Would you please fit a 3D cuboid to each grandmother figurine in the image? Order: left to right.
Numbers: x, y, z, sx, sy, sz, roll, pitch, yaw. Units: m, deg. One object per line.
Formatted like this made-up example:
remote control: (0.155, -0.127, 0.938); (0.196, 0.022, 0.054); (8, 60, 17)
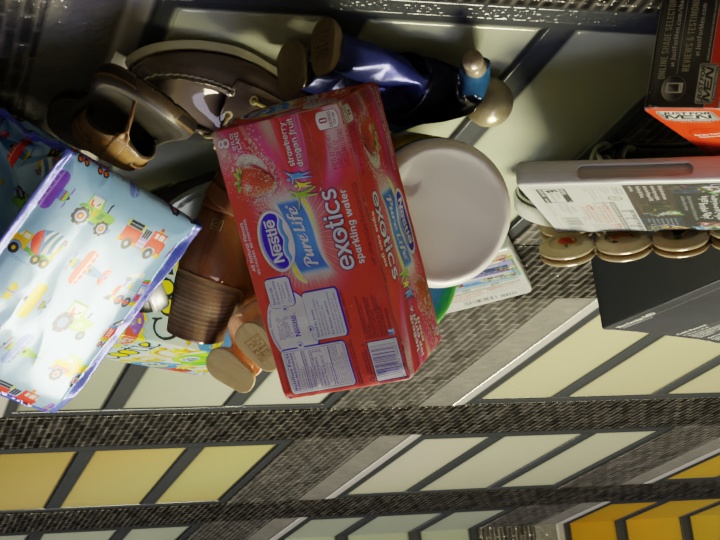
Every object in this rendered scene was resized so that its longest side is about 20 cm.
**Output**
grandmother figurine: (-0.047, 0.021, 1.268); (0.121, 0.061, 0.200); (-29, -169, 34)

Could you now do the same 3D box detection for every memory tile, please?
memory tile: (0.260, -0.047, 1.397); (0.199, 0.017, 0.153); (-5, -155, 11)

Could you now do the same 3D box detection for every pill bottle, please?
pill bottle: (0.042, -0.054, 1.238); (0.112, 0.113, 0.200); (-3, -172, -11)

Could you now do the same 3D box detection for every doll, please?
doll: (0.041, -0.139, 1.164); (0.199, 0.049, 0.136); (10, 156, -39)

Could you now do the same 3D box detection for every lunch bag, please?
lunch bag: (-0.233, 0.012, 1.114); (0.094, 0.201, 0.150); (28, 177, 39)

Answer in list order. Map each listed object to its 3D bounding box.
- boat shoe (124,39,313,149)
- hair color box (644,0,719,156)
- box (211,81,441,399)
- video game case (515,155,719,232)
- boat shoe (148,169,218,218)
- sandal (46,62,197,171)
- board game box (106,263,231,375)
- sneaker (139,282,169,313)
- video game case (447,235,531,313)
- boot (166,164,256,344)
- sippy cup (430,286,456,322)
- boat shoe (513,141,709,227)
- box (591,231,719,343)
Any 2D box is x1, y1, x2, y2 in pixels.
boat shoe: (-0.088, -0.120, 1.160); (0.072, 0.060, 0.199); (-21, 156, 39)
hair color box: (0.285, -0.138, 1.153); (0.061, 0.102, 0.200); (5, 172, 37)
box: (-0.021, -0.022, 1.094); (0.099, 0.201, 0.095); (-11, -168, 19)
video game case: (0.233, -0.060, 1.253); (0.181, 0.023, 0.200); (0, 170, 16)
boat shoe: (-0.159, -0.047, 1.345); (0.201, 0.061, 0.072); (-27, 132, 8)
sandal: (-0.181, -0.101, 1.114); (0.082, 0.055, 0.200); (32, 162, -29)
board game box: (-0.195, 0.034, 1.492); (0.105, 0.104, 0.200); (-11, 162, 39)
sneaker: (-0.239, 0.002, 1.251); (0.112, 0.200, 0.073); (-30, 126, -17)
video game case: (0.071, 0.016, 1.622); (0.199, 0.022, 0.182); (-14, 163, 10)
boot: (-0.097, -0.027, 1.276); (0.073, 0.155, 0.200); (18, -172, 2)
sippy cup: (0.000, 0.000, 1.455); (0.178, 0.140, 0.130); (38, 150, -29)
boat shoe: (0.230, -0.086, 1.376); (0.199, 0.071, 0.064); (-4, 130, 20)
box: (0.368, -0.009, 1.570); (0.181, 0.105, 0.200); (7, 157, -36)
